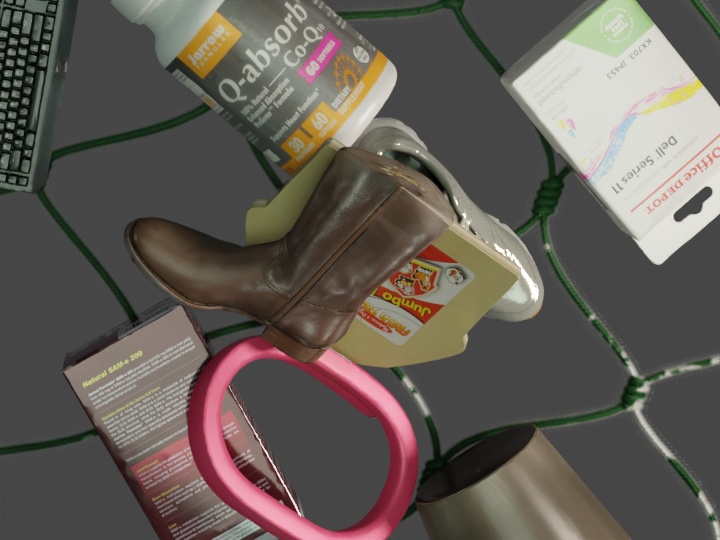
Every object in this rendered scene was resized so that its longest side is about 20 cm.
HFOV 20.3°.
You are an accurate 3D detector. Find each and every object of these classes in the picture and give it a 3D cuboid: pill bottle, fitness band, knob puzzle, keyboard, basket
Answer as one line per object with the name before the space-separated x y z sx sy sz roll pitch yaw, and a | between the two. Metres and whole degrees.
pill bottle | -0.080 -0.168 1.482 0.200 0.116 0.117 40 94 -10
fitness band | -0.043 0.133 1.537 0.199 0.037 0.144 36 68 -24
knob puzzle | 0.000 0.000 1.515 0.218 0.031 0.221 10 135 11
keyboard | -0.284 -0.166 1.514 0.126 0.021 0.202 10 98 -7
basket | 0.140 0.233 1.566 0.179 0.136 0.201 -31 97 -4

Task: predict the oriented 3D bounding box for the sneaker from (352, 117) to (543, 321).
sneaker | 0.066 -0.029 1.531 0.200 0.092 0.076 43 93 -11

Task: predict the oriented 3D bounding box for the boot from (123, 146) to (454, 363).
boot | -0.052 -0.035 1.436 0.185 0.065 0.200 28 136 -15

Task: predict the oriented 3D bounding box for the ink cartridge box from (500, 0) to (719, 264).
ink cartridge box | 0.215 -0.107 1.543 0.117 0.067 0.200 -41 101 2

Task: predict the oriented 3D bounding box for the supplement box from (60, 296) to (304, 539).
supplement box | -0.136 0.131 1.556 0.108 0.061 0.201 -28 102 -1
